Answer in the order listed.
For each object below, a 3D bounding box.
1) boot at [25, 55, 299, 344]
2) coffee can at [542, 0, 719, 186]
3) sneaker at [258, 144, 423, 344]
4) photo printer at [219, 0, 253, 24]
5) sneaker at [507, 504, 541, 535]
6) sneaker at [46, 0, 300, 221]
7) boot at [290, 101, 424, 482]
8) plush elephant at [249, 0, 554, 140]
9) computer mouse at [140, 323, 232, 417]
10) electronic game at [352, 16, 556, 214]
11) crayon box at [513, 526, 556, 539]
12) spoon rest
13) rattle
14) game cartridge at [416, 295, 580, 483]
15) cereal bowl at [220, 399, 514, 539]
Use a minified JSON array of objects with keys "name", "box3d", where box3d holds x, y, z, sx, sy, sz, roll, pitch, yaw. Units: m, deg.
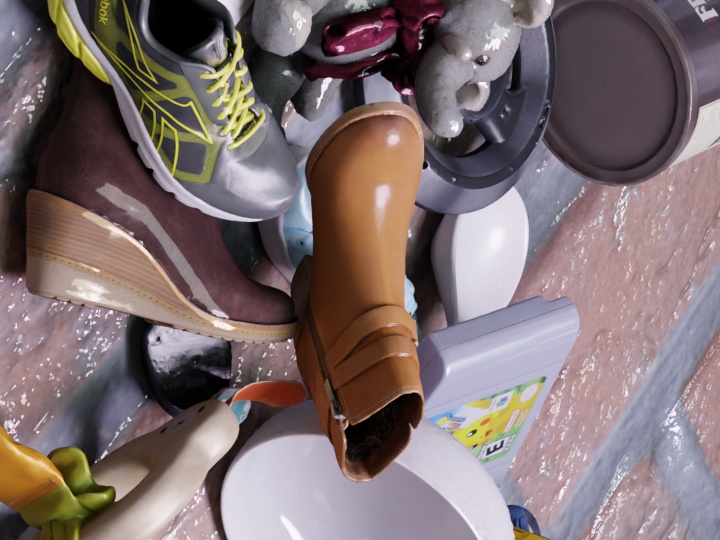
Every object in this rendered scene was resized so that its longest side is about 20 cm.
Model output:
[{"name":"boot","box3d":[-0.101,-0.049,1.567,0.199,0.072,0.167,16,87,-38]},{"name":"coffee can","box3d":[0.231,-0.157,1.919,0.200,0.146,0.147,-24,121,-46]},{"name":"sneaker","box3d":[0.000,0.000,1.729,0.074,0.082,0.200,-53,139,-27]},{"name":"photo printer","box3d":[-0.104,-0.254,1.512,0.167,0.069,0.200,-60,141,-17]},{"name":"sneaker","box3d":[0.108,0.258,1.984,0.085,0.077,0.201,-33,135,-54]},{"name":"sneaker","box3d":[-0.095,-0.103,1.494,0.200,0.084,0.075,48,58,-26]},{"name":"boot","box3d":[0.004,0.014,1.582,0.076,0.156,0.200,6,133,-21]},{"name":"plush elephant","box3d":[0.027,-0.146,1.633,0.200,0.154,0.165,-61,175,-35]},{"name":"computer mouse","box3d":[-0.113,-0.003,1.630,0.058,0.034,0.201,-9,107,-21]},{"name":"electronic game","box3d":[0.066,-0.138,1.793,0.200,0.042,0.201,-8,100,-46]},{"name":"crayon box","box3d":[0.104,0.241,1.852,0.058,0.199,0.119,28,80,-55]},{"name":"spoon rest","box3d":[0.066,0.027,1.843,0.200,0.060,0.099,-61,141,-16]},{"name":"rattle","box3d":[-0.144,0.084,1.571,0.200,0.130,0.143,-43,90,-20]},{"name":"game cartridge","box3d":[0.063,0.101,1.793,0.133,0.041,0.200,-15,147,-28]},{"name":"cereal bowl","box3d":[0.013,0.156,1.717,0.083,0.199,0.201,-57,142,-42]}]
